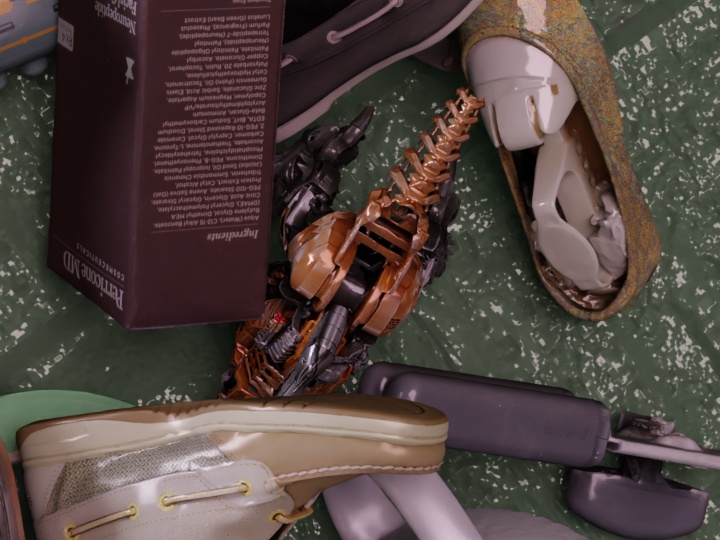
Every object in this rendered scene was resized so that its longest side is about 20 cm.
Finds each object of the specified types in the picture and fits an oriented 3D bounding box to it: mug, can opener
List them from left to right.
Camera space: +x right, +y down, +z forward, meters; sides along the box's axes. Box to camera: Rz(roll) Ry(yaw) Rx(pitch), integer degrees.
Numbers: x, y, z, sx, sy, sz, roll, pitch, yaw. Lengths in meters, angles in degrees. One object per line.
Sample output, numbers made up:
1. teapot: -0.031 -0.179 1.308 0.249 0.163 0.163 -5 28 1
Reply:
1. mug: 0.046 0.158 1.264 0.148 0.175 0.200 -33 93 -17
2. can opener: 0.088 0.089 1.327 0.200 0.053 0.067 10 94 -30

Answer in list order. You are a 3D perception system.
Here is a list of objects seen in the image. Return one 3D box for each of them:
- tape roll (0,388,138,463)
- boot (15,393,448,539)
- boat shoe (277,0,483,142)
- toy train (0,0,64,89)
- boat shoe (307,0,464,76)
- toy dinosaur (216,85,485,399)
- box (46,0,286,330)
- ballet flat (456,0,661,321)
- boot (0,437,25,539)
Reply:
1. tape roll: -0.141 0.154 1.280 0.200 0.048 0.201 2 83 -15
2. boot: -0.051 0.132 1.210 0.200 0.072 0.155 -6 86 23
3. boat shoe: 0.000 -0.127 1.286 0.057 0.200 0.067 33 36 -30
4. toy train: -0.172 -0.140 1.294 0.200 0.085 0.114 -24 103 -19
5. boat shoe: -0.005 -0.166 1.346 0.200 0.074 0.073 34 33 -19
6. toy dinosaur: 0.000 0.000 1.287 0.200 0.136 0.102 -31 112 24
7. box: -0.087 -0.084 1.255 0.075 0.100 0.200 -6 109 -27
8. ballet flat: 0.089 -0.060 1.321 0.071 0.071 0.200 -34 121 -16
9. boot: -0.186 0.121 1.191 0.097 0.075 0.200 -19 66 -17
